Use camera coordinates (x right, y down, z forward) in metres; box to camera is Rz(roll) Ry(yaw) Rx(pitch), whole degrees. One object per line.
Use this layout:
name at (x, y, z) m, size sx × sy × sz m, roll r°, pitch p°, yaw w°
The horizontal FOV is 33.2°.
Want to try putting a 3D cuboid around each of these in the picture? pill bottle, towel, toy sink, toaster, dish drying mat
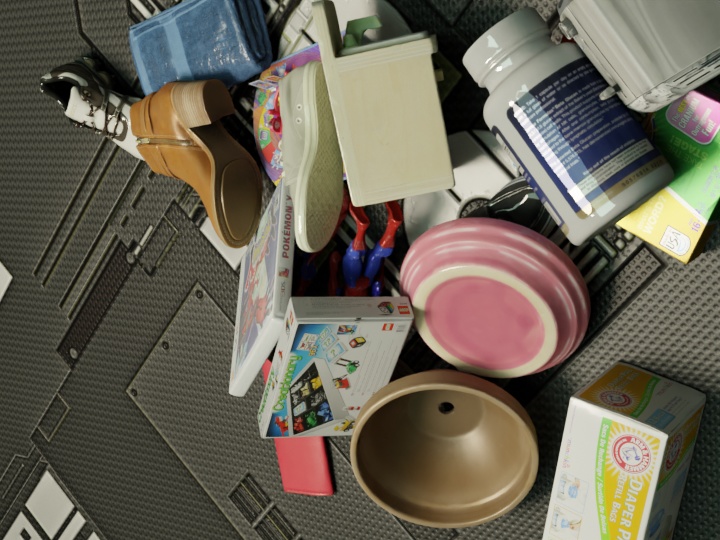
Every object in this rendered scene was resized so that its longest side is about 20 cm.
pill bottle at (0.181, -0.133, 1.087) m, size 0.111 × 0.111 × 0.200 m, roll -40°, pitch 80°, yaw 38°
towel at (-0.191, -0.259, 1.407) m, size 0.199 × 0.048 × 0.112 m, roll -12°, pitch 94°, yaw 41°
toy sink at (0.030, -0.179, 1.206) m, size 0.111 × 0.130 × 0.201 m, roll -11°, pitch 100°, yaw 5°
toaster at (0.275, -0.224, 1.020) m, size 0.199 × 0.114 × 0.130 m, roll -31°, pitch 90°, yaw 2°
dish drying mat at (-0.079, 0.183, 1.503) m, size 0.076 × 0.018 × 0.201 m, roll 0°, pitch 104°, yaw 36°

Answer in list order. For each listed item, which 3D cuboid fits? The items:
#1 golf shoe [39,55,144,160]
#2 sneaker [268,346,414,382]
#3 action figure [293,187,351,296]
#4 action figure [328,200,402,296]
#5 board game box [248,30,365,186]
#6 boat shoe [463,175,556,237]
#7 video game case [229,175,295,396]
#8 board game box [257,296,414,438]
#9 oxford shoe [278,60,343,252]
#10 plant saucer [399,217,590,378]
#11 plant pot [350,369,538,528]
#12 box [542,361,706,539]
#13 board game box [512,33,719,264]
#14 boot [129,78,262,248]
golf shoe at (-0.317, -0.190, 1.505) m, size 0.200 × 0.094 × 0.078 m, roll 36°, pitch 122°, yaw 20°
sneaker at (-0.023, 0.117, 1.413) m, size 0.199 × 0.067 × 0.090 m, roll 22°, pitch 161°, yaw 7°
action figure at (-0.060, -0.043, 1.394) m, size 0.065 × 0.052 × 0.201 m, roll 42°, pitch 124°, yaw 24°
action figure at (0.000, 0.000, 1.333) m, size 0.201 × 0.065 × 0.052 m, roll 105°, pitch 149°, yaw -46°
board game box at (-0.060, -0.171, 1.328) m, size 0.199 × 0.039 × 0.159 m, roll -15°, pitch 82°, yaw 40°
boat shoe at (0.123, -0.031, 1.246) m, size 0.200 × 0.066 × 0.070 m, roll -34°, pitch 84°, yaw 39°
video game case at (-0.109, 0.020, 1.350) m, size 0.200 × 0.023 × 0.183 m, roll 124°, pitch 153°, yaw -55°
board game box at (-0.030, 0.105, 1.272) m, size 0.201 × 0.125 × 0.035 m, roll 109°, pitch 155°, yaw -44°
oxford shoe at (-0.057, -0.118, 1.265) m, size 0.057 × 0.075 × 0.201 m, roll -4°, pitch 85°, yaw 29°
plant saucer at (0.131, 0.039, 1.225) m, size 0.199 × 0.051 × 0.201 m, roll 13°, pitch 133°, yaw 15°
plant pot at (0.092, 0.173, 1.300) m, size 0.200 × 0.093 × 0.202 m, roll 3°, pitch 125°, yaw 5°
box at (0.259, 0.210, 1.199) m, size 0.101 × 0.112 × 0.201 m, roll 20°, pitch 115°, yaw 30°
board game box at (0.257, -0.121, 1.132) m, size 0.200 × 0.040 × 0.154 m, roll 33°, pitch 122°, yaw 24°
boot at (-0.200, -0.120, 1.409) m, size 0.155 × 0.077 × 0.201 m, roll -5°, pitch 107°, yaw 45°
